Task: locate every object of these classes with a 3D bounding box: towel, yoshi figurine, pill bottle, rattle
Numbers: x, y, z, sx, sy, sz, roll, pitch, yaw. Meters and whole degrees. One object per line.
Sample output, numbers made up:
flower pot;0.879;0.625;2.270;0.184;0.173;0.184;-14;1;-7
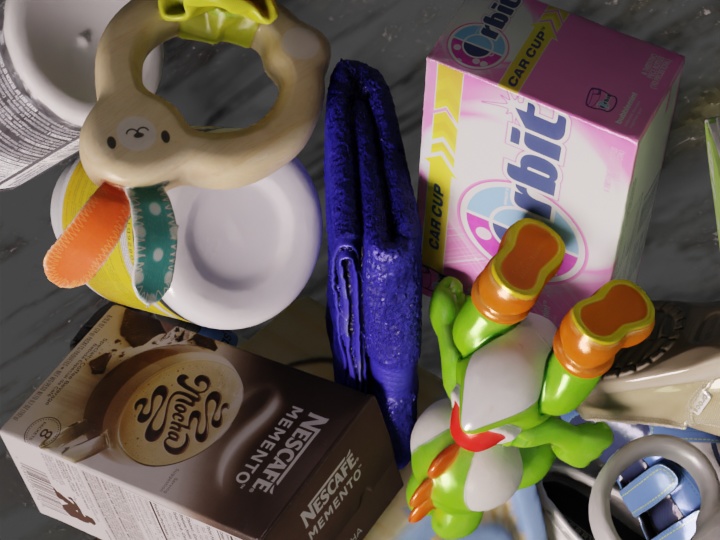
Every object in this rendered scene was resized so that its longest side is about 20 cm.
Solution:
towel;0.000;0.000;1.110;0.049;0.149;0.201;-7;141;-6
yoshi figurine;0.084;0.061;1.056;0.111;0.113;0.201;5;138;-20
pill bottle;-0.209;-0.109;1.183;0.106;0.107;0.199;46;145;-17
rattle;-0.087;-0.094;1.006;0.130;0.200;0.143;43;147;-5
pill bottle;-0.112;-0.030;1.166;0.112;0.112;0.200;51;161;-23

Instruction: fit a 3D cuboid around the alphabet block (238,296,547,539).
alphabet block;-0.015;0.173;1.242;0.199;0.195;0.197;29;146;38

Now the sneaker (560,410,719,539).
sneaker;0.195;0.137;1.159;0.199;0.082;0.074;36;149;0

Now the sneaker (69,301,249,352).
sneaker;-0.160;0.078;1.393;0.111;0.077;0.200;35;143;-12

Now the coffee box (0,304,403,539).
coffee box;-0.090;0.106;1.127;0.199;0.113;0.080;17;142;33

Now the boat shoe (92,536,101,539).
boat shoe;-0.094;0.225;1.147;0.200;0.073;0.063;43;163;42

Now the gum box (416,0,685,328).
gum box;0.093;-0.043;1.038;0.113;0.066;0.201;23;145;15

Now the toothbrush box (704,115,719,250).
toothbrush box;0.244;0.015;0.913;0.144;0.087;0.201;-10;135;7

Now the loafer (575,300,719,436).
loafer;0.186;0.058;1.075;0.199;0.076;0.069;-12;119;47

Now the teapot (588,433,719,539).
teapot;0.248;0.170;1.060;0.196;0.147;0.200;-13;139;29

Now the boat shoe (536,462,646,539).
boat shoe;0.184;0.191;1.243;0.199;0.074;0.066;29;150;7
